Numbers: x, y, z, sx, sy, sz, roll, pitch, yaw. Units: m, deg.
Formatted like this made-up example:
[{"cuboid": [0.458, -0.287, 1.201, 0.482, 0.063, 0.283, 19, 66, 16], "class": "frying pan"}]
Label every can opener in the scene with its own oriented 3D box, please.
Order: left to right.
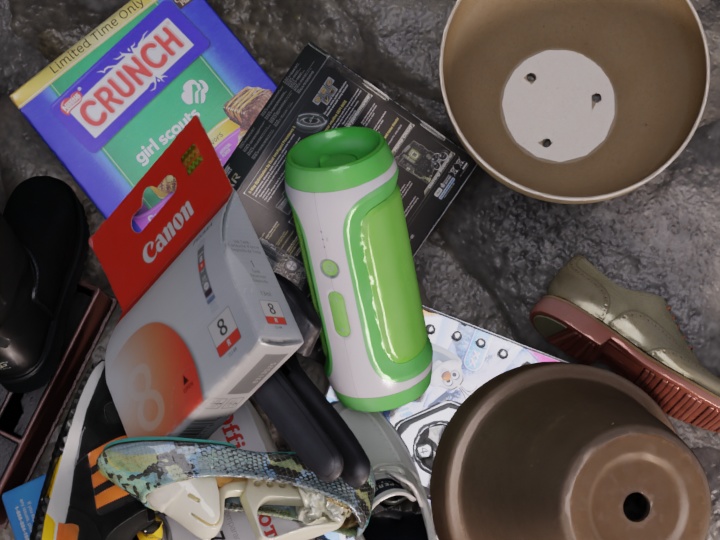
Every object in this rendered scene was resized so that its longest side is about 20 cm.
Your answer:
[{"cuboid": [-0.053, 0.081, 1.382, 0.063, 0.200, 0.079, 11, 121, -34], "class": "can opener"}]

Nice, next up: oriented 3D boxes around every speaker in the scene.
[{"cuboid": [0.000, 0.000, 1.435, 0.088, 0.089, 0.201, -12, 116, -1], "class": "speaker"}]

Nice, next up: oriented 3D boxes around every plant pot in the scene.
[{"cuboid": [0.157, -0.140, 1.504, 0.199, 0.134, 0.201, 0, 82, 0], "class": "plant pot"}, {"cuboid": [0.169, 0.167, 1.417, 0.199, 0.175, 0.201, 0, 89, -15], "class": "plant pot"}]

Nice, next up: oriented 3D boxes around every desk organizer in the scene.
[{"cuboid": [-0.266, 0.092, 1.501, 0.072, 0.077, 0.201, 25, 83, 4], "class": "desk organizer"}]

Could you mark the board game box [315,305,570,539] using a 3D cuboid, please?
[{"cuboid": [0.062, 0.138, 1.519, 0.199, 0.026, 0.201, 21, 82, 4], "class": "board game box"}]

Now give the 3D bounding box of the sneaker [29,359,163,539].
[{"cuboid": [-0.182, 0.161, 1.409, 0.090, 0.070, 0.201, 19, 52, -10], "class": "sneaker"}]

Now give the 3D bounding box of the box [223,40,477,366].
[{"cuboid": [-0.029, -0.046, 1.479, 0.160, 0.044, 0.200, 32, 95, -30], "class": "box"}]

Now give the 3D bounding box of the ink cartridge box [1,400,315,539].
[{"cuboid": [-0.146, 0.198, 1.459, 0.199, 0.086, 0.147, -26, 60, -1], "class": "ink cartridge box"}]

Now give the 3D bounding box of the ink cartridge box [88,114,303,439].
[{"cuboid": [-0.135, 0.013, 1.395, 0.162, 0.050, 0.200, -45, 62, 35], "class": "ink cartridge box"}]

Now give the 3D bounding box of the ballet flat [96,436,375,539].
[{"cuboid": [-0.084, 0.156, 1.365, 0.199, 0.074, 0.075, 3, 81, -13], "class": "ballet flat"}]

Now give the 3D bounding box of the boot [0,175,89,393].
[{"cuboid": [-0.268, -0.023, 1.424, 0.073, 0.163, 0.199, -8, 55, 17], "class": "boot"}]

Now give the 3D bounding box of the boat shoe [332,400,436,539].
[{"cuboid": [0.017, 0.174, 1.439, 0.072, 0.066, 0.201, -9, 58, -9], "class": "boat shoe"}]

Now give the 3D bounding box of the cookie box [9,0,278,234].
[{"cuboid": [-0.144, -0.106, 1.530, 0.171, 0.075, 0.200, -39, 83, -6], "class": "cookie box"}]

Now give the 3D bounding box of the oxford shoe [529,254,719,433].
[{"cuboid": [0.232, 0.058, 1.509, 0.200, 0.071, 0.074, 33, 69, -1], "class": "oxford shoe"}]
